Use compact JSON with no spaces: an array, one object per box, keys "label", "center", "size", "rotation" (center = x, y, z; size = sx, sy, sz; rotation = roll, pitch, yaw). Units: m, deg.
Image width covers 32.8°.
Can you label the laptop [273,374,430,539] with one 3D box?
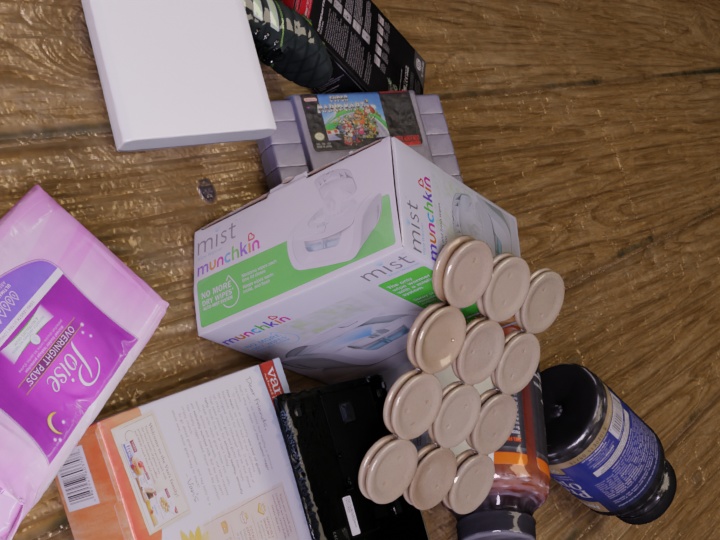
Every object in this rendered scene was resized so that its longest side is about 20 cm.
[{"label":"laptop","center":[-0.010,0.180,0.933],"size":[0.199,0.103,0.180],"rotation":[-6,76,-54]}]

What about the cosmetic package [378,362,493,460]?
[{"label":"cosmetic package","center":[0.061,0.074,1.059],"size":[0.073,0.101,0.203],"rotation":[15,64,-26]}]

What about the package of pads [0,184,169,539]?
[{"label":"package of pads","center":[-0.203,0.051,0.715],"size":[0.120,0.076,0.201],"rotation":[41,37,-11]}]

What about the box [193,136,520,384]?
[{"label":"box","center":[0.000,0.000,0.954],"size":[0.176,0.198,0.098],"rotation":[26,50,-48]}]

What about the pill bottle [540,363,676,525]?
[{"label":"pill bottle","center":[0.257,0.193,1.313],"size":[0.200,0.111,0.113],"rotation":[41,41,-36]}]

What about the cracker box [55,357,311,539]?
[{"label":"cracker box","center":[-0.109,0.149,0.832],"size":[0.199,0.057,0.136],"rotation":[-14,85,-58]}]

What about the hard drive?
[{"label":"hard drive","center":[-0.150,-0.197,0.962],"size":[0.130,0.026,0.203],"rotation":[-9,78,-32]}]

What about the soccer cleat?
[{"label":"soccer cleat","center":[-0.105,-0.218,1.064],"size":[0.200,0.067,0.082],"rotation":[42,49,-26]}]

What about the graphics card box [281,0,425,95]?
[{"label":"graphics card box","center":[-0.012,-0.218,1.210],"size":[0.200,0.050,0.127],"rotation":[40,41,-36]}]

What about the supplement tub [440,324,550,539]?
[{"label":"supplement tub","center":[0.119,0.156,1.130],"size":[0.107,0.106,0.202],"rotation":[33,45,-43]}]

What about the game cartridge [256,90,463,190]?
[{"label":"game cartridge","center":[0.004,-0.098,1.108],"size":[0.198,0.038,0.132],"rotation":[-8,81,-34]}]

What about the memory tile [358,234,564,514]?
[{"label":"memory tile","center":[0.076,0.081,0.901],"size":[0.152,0.017,0.202],"rotation":[16,97,-48]}]
